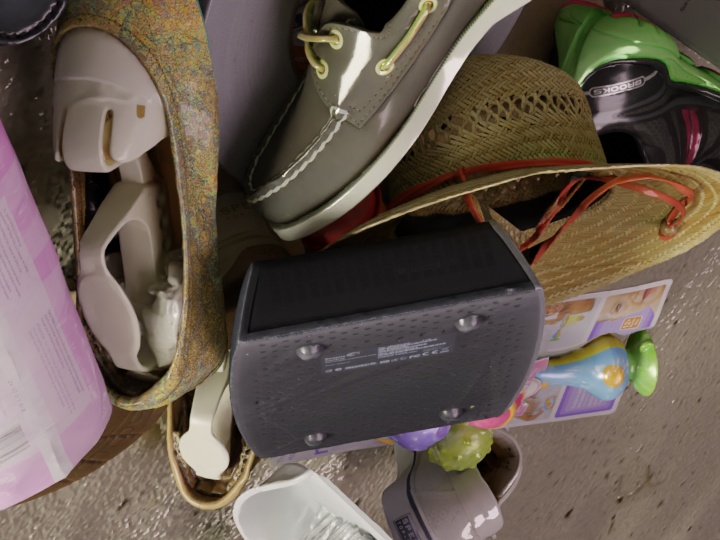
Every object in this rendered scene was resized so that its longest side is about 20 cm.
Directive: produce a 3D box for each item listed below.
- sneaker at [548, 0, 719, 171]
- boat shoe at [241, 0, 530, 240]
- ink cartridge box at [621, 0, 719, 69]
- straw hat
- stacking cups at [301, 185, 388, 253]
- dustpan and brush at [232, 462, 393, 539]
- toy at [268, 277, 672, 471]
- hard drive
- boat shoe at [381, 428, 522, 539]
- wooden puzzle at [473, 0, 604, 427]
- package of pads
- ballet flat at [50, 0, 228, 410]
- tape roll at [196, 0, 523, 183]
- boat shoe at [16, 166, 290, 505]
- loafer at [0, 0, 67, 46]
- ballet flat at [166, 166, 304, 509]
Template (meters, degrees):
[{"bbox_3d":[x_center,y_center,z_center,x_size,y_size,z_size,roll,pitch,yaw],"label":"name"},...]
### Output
[{"bbox_3d":[0.144,-0.075,1.058,0.199,0.076,0.084,22,93,-52],"label":"sneaker"},{"bbox_3d":[0.011,-0.099,0.806,0.060,0.072,0.202,28,114,-29],"label":"boat shoe"},{"bbox_3d":[0.244,-0.118,1.072,0.083,0.200,0.146,-56,148,12],"label":"ink cartridge box"},{"bbox_3d":[0.058,-0.046,0.886,0.199,0.086,0.201,-10,164,-3],"label":"straw hat"},{"bbox_3d":[0.000,0.000,1.019,0.061,0.060,0.200,-45,151,-6],"label":"stacking cups"},{"bbox_3d":[-0.028,0.153,1.070,0.140,0.200,0.057,46,78,-17],"label":"dustpan and brush"},{"bbox_3d":[0.061,0.065,1.035,0.198,0.047,0.116,-10,144,-21],"label":"toy"},{"bbox_3d":[0.008,0.032,0.882,0.133,0.043,0.200,-10,162,-3],"label":"hard drive"},{"bbox_3d":[0.059,0.113,1.137,0.069,0.071,0.200,-27,-178,9],"label":"boat shoe"},{"bbox_3d":[0.087,-0.040,1.079,0.186,0.037,0.200,-61,150,-21],"label":"wooden puzzle"},{"bbox_3d":[-0.165,-0.011,0.750,0.075,0.120,0.201,-37,146,-18],"label":"package of pads"},{"bbox_3d":[-0.090,-0.035,0.795,0.070,0.070,0.202,-24,123,-35],"label":"ballet flat"},{"bbox_3d":[-0.009,-0.133,0.867,0.199,0.066,0.201,-31,144,-26],"label":"tape roll"},{"bbox_3d":[-0.116,0.035,0.917,0.200,0.065,0.071,-39,158,14],"label":"boat shoe"},{"bbox_3d":[-0.144,-0.136,0.689,0.068,0.070,0.201,-44,149,-11],"label":"loafer"},{"bbox_3d":[-0.062,0.040,0.973,0.201,0.068,0.063,93,12,-46],"label":"ballet flat"}]
